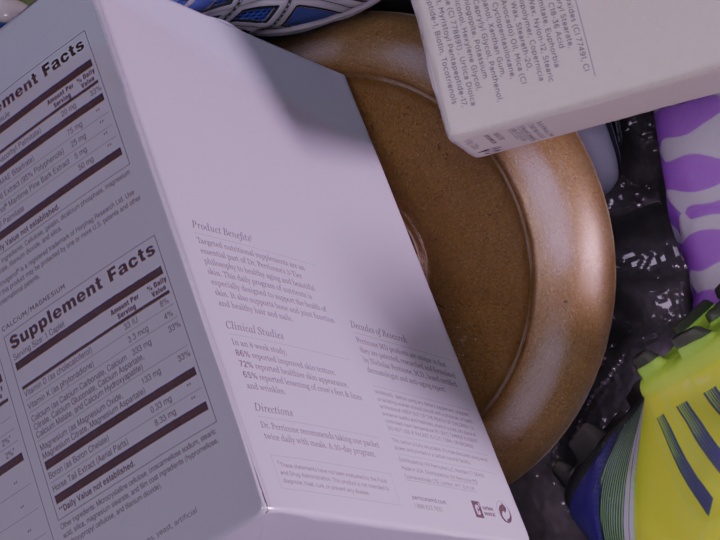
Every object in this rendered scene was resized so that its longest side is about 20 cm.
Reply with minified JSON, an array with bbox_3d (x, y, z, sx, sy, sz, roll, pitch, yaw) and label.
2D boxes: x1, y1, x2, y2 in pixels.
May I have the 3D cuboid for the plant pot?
[{"bbox_3d":[0.000,0.000,0.833,0.200,0.027,0.200,3,97,25],"label":"plant pot"}]

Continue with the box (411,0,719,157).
[{"bbox_3d":[0.120,-0.103,0.745,0.200,0.068,0.082,-13,84,10],"label":"box"}]

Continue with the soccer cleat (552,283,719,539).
[{"bbox_3d":[0.129,0.061,0.763,0.065,0.200,0.084,-36,76,-24],"label":"soccer cleat"}]

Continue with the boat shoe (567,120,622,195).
[{"bbox_3d":[0.069,-0.126,0.842,0.068,0.072,0.200,-22,89,-18],"label":"boat shoe"}]

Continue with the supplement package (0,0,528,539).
[{"bbox_3d":[-0.071,0.033,0.744,0.151,0.152,0.200,-33,63,25],"label":"supplement package"}]

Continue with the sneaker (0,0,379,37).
[{"bbox_3d":[-0.054,-0.115,0.781,0.200,0.077,0.076,-18,97,-2],"label":"sneaker"}]

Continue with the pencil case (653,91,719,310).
[{"bbox_3d":[0.150,-0.068,0.815,0.084,0.085,0.200,-5,85,1],"label":"pencil case"}]
